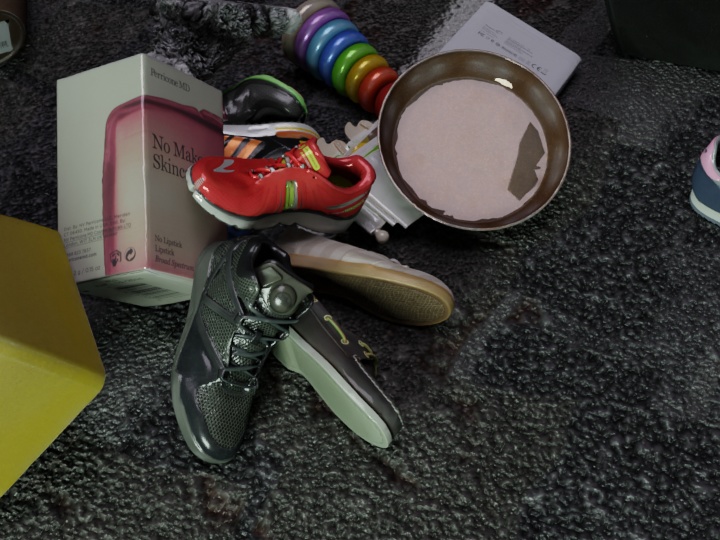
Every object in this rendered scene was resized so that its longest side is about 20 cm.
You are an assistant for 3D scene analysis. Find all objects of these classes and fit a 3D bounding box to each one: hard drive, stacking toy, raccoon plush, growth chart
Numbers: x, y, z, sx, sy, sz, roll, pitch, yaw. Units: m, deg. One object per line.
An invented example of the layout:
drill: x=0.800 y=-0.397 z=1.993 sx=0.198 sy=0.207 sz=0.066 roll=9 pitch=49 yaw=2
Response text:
hard drive: x=0.148 y=-0.210 z=1.360 sx=0.131 sy=0.027 sz=0.200 roll=33 pitch=48 yaw=8
stacking toy: x=-0.001 y=-0.225 z=1.395 sx=0.085 sy=0.086 sz=0.200 roll=-31 pitch=54 yaw=-23
raccoon plush: x=-0.150 y=-0.218 z=1.321 sx=0.197 sy=0.136 sz=0.097 roll=1 pitch=15 yaw=-27
growth chart: x=0.045 y=-0.109 z=1.280 sx=0.199 sy=0.018 sz=0.145 roll=-29 pitch=65 yaw=-27

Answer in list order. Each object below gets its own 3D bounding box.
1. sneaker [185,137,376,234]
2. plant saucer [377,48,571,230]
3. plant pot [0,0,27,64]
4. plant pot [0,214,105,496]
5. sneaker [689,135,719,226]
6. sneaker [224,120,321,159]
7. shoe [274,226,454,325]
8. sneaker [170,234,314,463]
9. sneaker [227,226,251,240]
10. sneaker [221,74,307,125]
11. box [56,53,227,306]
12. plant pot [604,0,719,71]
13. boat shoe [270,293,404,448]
sneaker: x=-0.071 y=-0.090 z=1.152 sx=0.198 sy=0.085 sz=0.078 roll=0 pitch=51 yaw=-40
plant saucer: x=0.113 y=-0.128 z=1.255 sx=0.197 sy=0.035 sz=0.203 roll=2 pitch=68 yaw=-4
plant pot: x=-0.481 y=-0.349 z=1.513 sx=0.185 sy=0.188 sz=0.201 roll=-22 pitch=62 yaw=-15
plant pot: x=-0.356 y=0.061 z=1.017 sx=0.200 sy=0.176 sz=0.201 roll=-45 pitch=46 yaw=15
sneaker: x=0.412 y=-0.067 z=1.189 sx=0.198 sy=0.083 sz=0.070 roll=21 pitch=50 yaw=24
sneaker: x=-0.132 y=-0.101 z=1.287 sx=0.197 sy=0.071 sz=0.091 roll=-8 pitch=42 yaw=-5
shoe: x=0.000 y=0.000 z=1.174 sx=0.197 sy=0.070 sz=0.054 roll=14 pitch=56 yaw=21
sneaker: x=-0.101 y=0.061 z=1.065 sx=0.113 sy=0.076 sz=0.203 roll=-17 pitch=58 yaw=48
sneaker: x=-0.205 y=-0.056 z=1.255 sx=0.197 sy=0.066 sz=0.079 roll=9 pitch=50 yaw=14
sneaker: x=-0.151 y=-0.159 z=1.353 sx=0.197 sy=0.077 sz=0.085 roll=-4 pitch=50 yaw=17
box: x=-0.201 y=-0.079 z=1.157 sx=0.108 sy=0.127 sz=0.204 roll=-10 pitch=76 yaw=29
plant pot: x=0.378 y=-0.344 z=1.399 sx=0.197 sy=0.179 sz=0.201 roll=13 pitch=48 yaw=19
boat shoe: x=-0.021 y=0.077 z=1.099 sx=0.060 sy=0.072 sz=0.201 roll=-33 pitch=49 yaw=-20
